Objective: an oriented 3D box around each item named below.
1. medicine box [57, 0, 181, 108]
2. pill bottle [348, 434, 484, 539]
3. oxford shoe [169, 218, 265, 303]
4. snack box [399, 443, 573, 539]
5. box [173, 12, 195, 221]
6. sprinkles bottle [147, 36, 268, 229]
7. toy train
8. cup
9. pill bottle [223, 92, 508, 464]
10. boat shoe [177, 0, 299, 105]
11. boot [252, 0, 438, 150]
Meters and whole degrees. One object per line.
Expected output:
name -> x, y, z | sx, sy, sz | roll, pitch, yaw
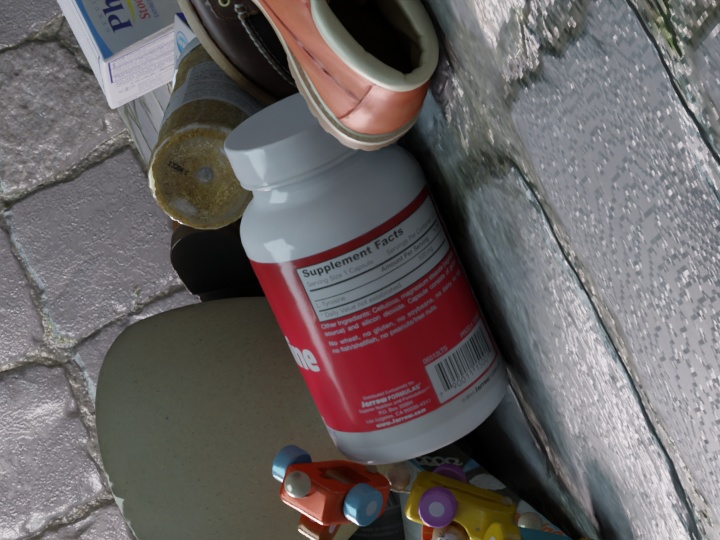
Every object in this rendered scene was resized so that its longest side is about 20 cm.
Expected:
medicine box -> -0.216, -0.259, 1.782 | 0.183, 0.103, 0.200 | 63, 172, 4
pill bottle -> 0.047, 0.187, 1.469 | 0.200, 0.114, 0.114 | 66, 172, -22
oxford shoe -> -0.082, 0.010, 1.414 | 0.200, 0.071, 0.071 | 75, -173, -50
snack box -> 0.089, 0.195, 1.305 | 0.200, 0.037, 0.117 | 36, 140, 54
box -> -0.113, -0.111, 1.580 | 0.119, 0.041, 0.201 | -133, 39, -60
sprinkles bottle -> -0.090, -0.092, 1.276 | 0.200, 0.068, 0.068 | -90, -22, -67
toy train -> 0.048, 0.160, 1.166 | 0.200, 0.056, 0.150 | 24, -166, 32
cup -> -0.048, 0.097, 1.303 | 0.200, 0.143, 0.201 | 35, -138, -39
pill bottle -> 0.000, 0.000, 1.168 | 0.200, 0.112, 0.112 | 66, 172, -18
boat shoe -> -0.079, -0.186, 1.225 | 0.200, 0.070, 0.070 | 51, -139, -19
boot -> -0.027, -0.159, 1.000 | 0.200, 0.075, 0.107 | 55, 169, 2
